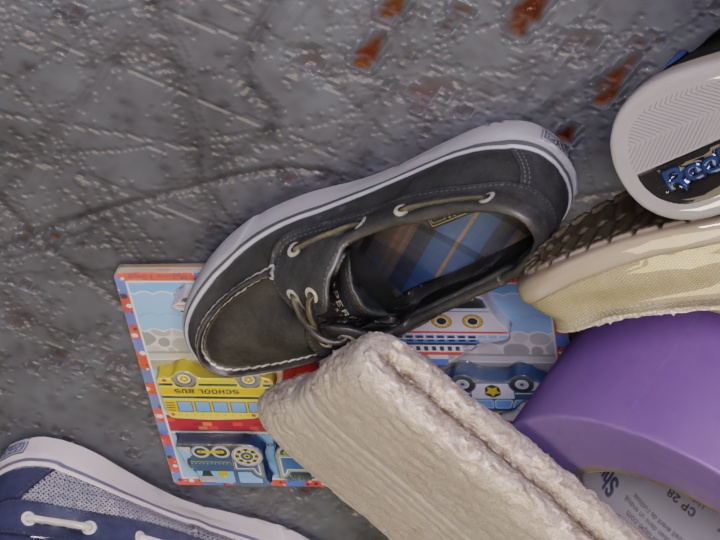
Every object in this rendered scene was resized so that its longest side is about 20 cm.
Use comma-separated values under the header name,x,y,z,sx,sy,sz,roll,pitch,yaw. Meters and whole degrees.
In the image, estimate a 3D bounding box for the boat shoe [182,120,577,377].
name,x,y,z,sx,sy,sz,roll,pitch,yaw
boat shoe,0.000,0.000,1.095,0.200,0.057,0.069,-28,114,30

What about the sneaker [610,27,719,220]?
name,x,y,z,sx,sy,sz,roll,pitch,yaw
sneaker,0.192,-0.081,0.945,0.200,0.112,0.073,-14,104,22

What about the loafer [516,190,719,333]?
name,x,y,z,sx,sy,sz,roll,pitch,yaw
loafer,0.157,-0.004,0.993,0.200,0.076,0.068,-14,104,19

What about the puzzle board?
name,x,y,z,sx,sy,sz,roll,pitch,yaw
puzzle board,-0.002,0.052,1.196,0.199,0.017,0.151,0,138,10

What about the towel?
name,x,y,z,sx,sy,sz,roll,pitch,yaw
towel,0.054,0.102,1.115,0.200,0.035,0.133,40,155,-8

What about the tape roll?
name,x,y,z,sx,sy,sz,roll,pitch,yaw
tape roll,0.162,0.096,1.097,0.200,0.085,0.200,32,157,16

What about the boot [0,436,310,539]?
name,x,y,z,sx,sy,sz,roll,pitch,yaw
boot,-0.095,0.161,1.278,0.200,0.090,0.073,23,137,-15
